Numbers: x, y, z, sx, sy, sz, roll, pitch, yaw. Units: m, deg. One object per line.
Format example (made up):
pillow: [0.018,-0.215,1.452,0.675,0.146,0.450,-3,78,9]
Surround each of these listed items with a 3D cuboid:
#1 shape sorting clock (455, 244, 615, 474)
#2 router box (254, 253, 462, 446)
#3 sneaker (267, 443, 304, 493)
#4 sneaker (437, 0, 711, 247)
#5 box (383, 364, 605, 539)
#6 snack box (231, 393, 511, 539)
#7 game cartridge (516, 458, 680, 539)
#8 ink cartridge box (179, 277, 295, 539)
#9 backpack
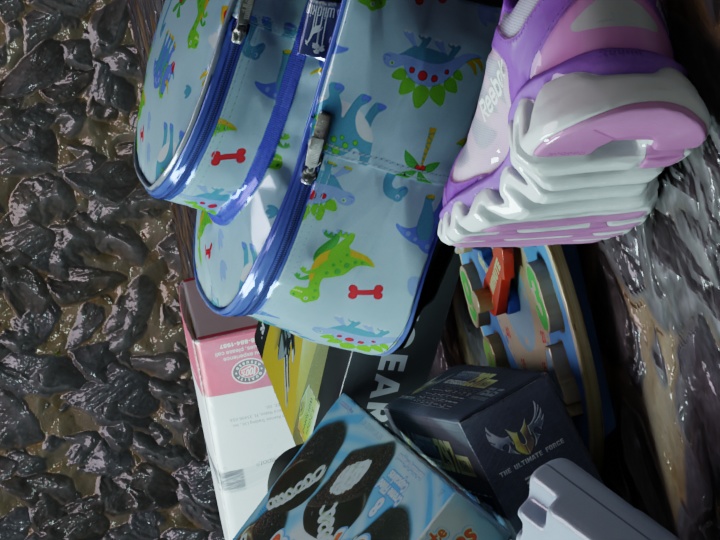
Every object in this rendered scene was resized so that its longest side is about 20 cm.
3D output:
shape sorting clock: [0.073,0.011,1.088,0.200,0.039,0.202,167,90,-81]
router box: [0.000,0.000,1.280,0.158,0.052,0.201,-117,37,-56]
sneaker: [0.013,0.145,1.143,0.200,0.074,0.089,47,168,36]
sneaker: [0.076,-0.065,0.867,0.200,0.080,0.089,123,140,-71]
box: [0.081,0.125,1.066,0.159,0.051,0.200,62,171,-2]
snack box: [-0.007,0.132,1.040,0.037,0.117,0.200,38,178,-17]
game cartridge: [0.116,0.183,0.913,0.133,0.041,0.201,40,144,38]
ink cartridge box: [-0.036,0.096,1.548,0.083,0.145,0.201,-112,13,-57]
backpack: [-0.025,-0.074,1.034,0.183,0.146,0.202,-129,51,-71]
